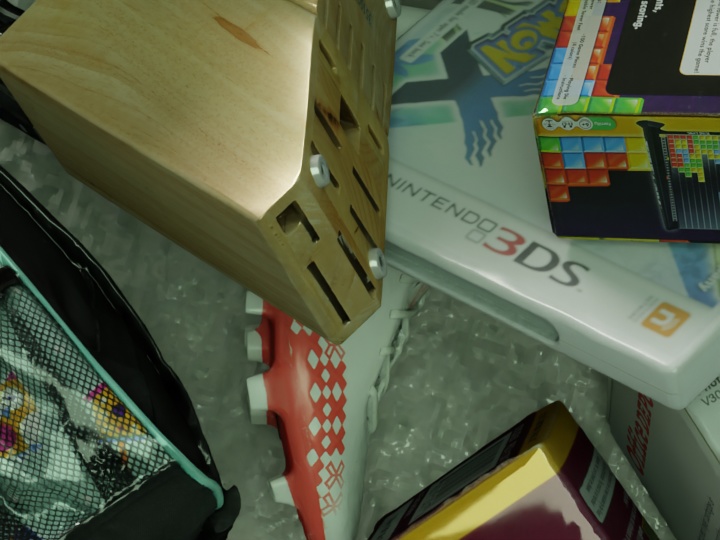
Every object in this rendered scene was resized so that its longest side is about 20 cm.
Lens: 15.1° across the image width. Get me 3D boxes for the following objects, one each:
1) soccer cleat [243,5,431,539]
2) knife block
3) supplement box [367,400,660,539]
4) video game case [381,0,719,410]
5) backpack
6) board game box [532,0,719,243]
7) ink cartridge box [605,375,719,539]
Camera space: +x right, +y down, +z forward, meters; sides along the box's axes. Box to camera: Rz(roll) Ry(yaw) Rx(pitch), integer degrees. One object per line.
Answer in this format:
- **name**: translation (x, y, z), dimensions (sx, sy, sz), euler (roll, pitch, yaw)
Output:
- **soccer cleat**: translation (0.000, 0.000, 0.949), dimensions (0.085, 0.069, 0.200), euler (-4, 81, -3)
- **knife block**: translation (-0.079, -0.055, 0.890), dimensions (0.175, 0.064, 0.200), euler (-14, 47, 19)
- **supplement box**: translation (0.087, 0.154, 0.919), dimensions (0.086, 0.110, 0.200), euler (-35, 90, 10)
- **video game case**: translation (0.095, -0.056, 0.890), dimensions (0.182, 0.022, 0.200), euler (27, 56, 36)
- **backpack**: translation (-0.150, 0.036, 0.889), dimensions (0.153, 0.176, 0.200), euler (-31, 85, -7)
- **board game box**: translation (0.155, -0.093, 0.855), dimensions (0.165, 0.057, 0.200), euler (4, 46, 17)
- **ink cartridge box**: translation (0.166, 0.095, 0.888), dimensions (0.084, 0.146, 0.200), euler (-29, 72, -6)
